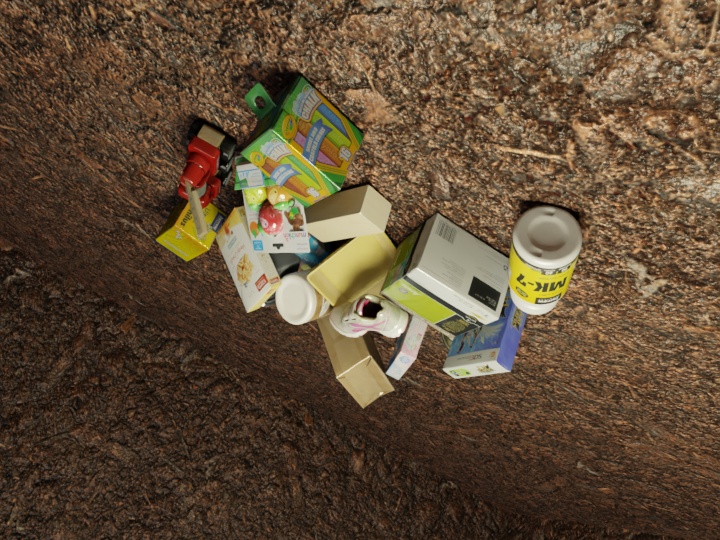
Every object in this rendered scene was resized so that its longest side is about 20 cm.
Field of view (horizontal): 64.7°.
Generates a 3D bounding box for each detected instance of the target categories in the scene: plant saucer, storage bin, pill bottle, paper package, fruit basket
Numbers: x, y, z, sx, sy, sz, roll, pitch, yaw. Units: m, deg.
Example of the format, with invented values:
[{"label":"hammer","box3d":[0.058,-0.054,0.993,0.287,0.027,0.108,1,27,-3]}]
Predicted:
[{"label":"plant saucer","box3d":[0.000,0.000,1.294,0.200,0.198,0.049,48,-170,-40]},{"label":"storage bin","box3d":[-0.216,-0.044,1.376,0.204,0.143,0.135,59,149,15]},{"label":"pill bottle","box3d":[0.319,-0.010,1.005,0.111,0.117,0.202,15,154,19]},{"label":"paper package","box3d":[-0.013,0.215,1.469,0.101,0.203,0.192,-29,136,4]},{"label":"pill bottle","box3d":[-0.102,0.052,1.360,0.111,0.119,0.198,7,-168,31]},{"label":"fruit basket","box3d":[-0.184,-0.135,1.145,0.181,0.208,0.092,2,-169,40]}]

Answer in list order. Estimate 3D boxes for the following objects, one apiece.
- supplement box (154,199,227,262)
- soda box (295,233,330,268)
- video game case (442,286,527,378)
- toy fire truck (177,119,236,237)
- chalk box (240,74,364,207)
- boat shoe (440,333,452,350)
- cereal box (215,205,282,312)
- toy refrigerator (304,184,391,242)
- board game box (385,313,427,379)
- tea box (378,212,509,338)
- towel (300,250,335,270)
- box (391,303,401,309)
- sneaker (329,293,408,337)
[{"label":"supplement box","box3d":[-0.458,-0.113,1.527,0.108,0.111,0.198,36,153,-25]},{"label":"soda box","box3d":[-0.150,-0.098,1.296,0.063,0.069,0.200,-28,129,23]},{"label":"video game case","box3d":[0.268,0.120,1.195,0.045,0.204,0.180,32,154,-17]},{"label":"toy fire truck","box3d":[-0.333,-0.173,1.186,0.126,0.205,0.176,27,155,-7]},{"label":"chalk box","box3d":[-0.114,-0.229,0.968,0.198,0.127,0.123,36,152,-25]},{"label":"boat shoe","box3d":[0.234,0.144,1.442,0.073,0.062,0.202,11,152,27]},{"label":"cereal box","box3d":[-0.261,-0.025,1.309,0.143,0.039,0.205,-39,73,48]},{"label":"toy refrigerator","box3d":[-0.033,-0.117,1.180,0.075,0.072,0.197,33,156,-35]},{"label":"board game box","box3d":[0.126,0.140,1.368,0.042,0.204,0.201,21,155,2]},{"label":"tea box","box3d":[0.173,0.018,1.169,0.196,0.137,0.196,30,154,-11]},{"label":"towel","box3d":[-0.088,-0.011,1.486,0.194,0.023,0.145,10,150,30]},{"label":"box","box3d":[0.033,0.081,1.496,0.196,0.070,0.082,-6,142,47]},{"label":"sneaker","box3d":[0.006,0.090,1.238,0.195,0.083,0.088,-5,143,35]}]
